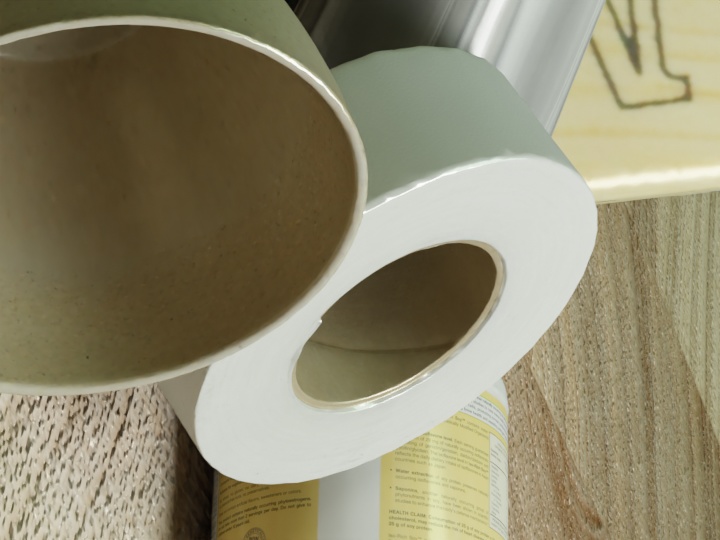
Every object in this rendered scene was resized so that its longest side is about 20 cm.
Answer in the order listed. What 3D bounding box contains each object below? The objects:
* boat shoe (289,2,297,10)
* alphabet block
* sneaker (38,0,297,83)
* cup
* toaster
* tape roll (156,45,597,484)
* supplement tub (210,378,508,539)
[{"bbox_3d":[-0.019,-0.181,1.398,0.060,0.074,0.201,122,-37,-47],"label":"boat shoe"},{"bbox_3d":[0.117,-0.133,1.464,0.195,0.199,0.197,168,-85,-78],"label":"alphabet block"},{"bbox_3d":[-0.077,-0.161,1.060,0.084,0.199,0.121,171,-103,-81],"label":"sneaker"},{"bbox_3d":[-0.108,-0.070,0.936,0.200,0.200,0.144,59,13,-50],"label":"cup"},{"bbox_3d":[0.037,-0.116,1.171,0.200,0.113,0.130,-17,135,-62],"label":"toaster"},{"bbox_3d":[0.000,0.000,1.073,0.071,0.202,0.202,56,5,29],"label":"tape roll"},{"bbox_3d":[0.000,0.111,1.216,0.145,0.145,0.201,49,39,-59],"label":"supplement tub"}]
